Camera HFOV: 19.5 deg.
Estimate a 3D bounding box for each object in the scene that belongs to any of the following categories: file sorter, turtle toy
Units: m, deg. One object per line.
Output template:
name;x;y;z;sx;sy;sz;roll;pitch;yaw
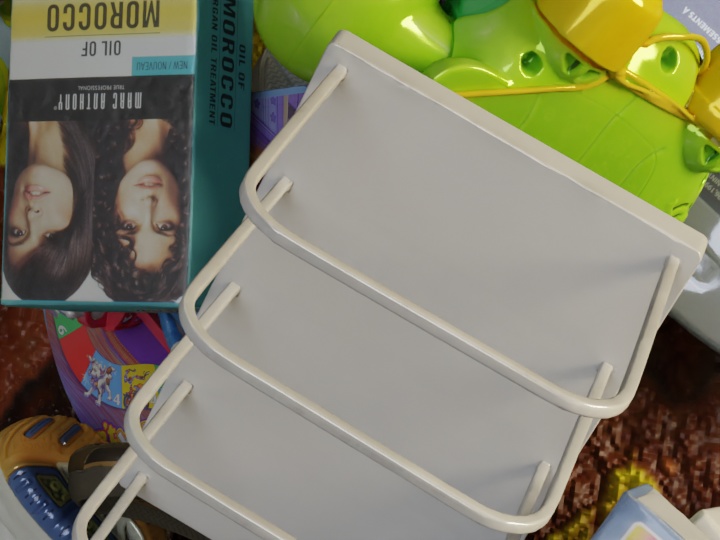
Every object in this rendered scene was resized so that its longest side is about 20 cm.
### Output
file sorter;-0.004;0.058;0.677;0.138;0.125;0.201;30;121;3
turtle toy;0.048;-0.062;0.749;0.146;0.199;0.101;-48;38;17

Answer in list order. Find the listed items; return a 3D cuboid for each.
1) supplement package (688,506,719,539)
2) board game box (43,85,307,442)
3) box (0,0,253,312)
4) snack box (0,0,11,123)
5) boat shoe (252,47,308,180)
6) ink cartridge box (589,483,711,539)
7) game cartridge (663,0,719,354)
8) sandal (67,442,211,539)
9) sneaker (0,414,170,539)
supplement package;0.095;0.196;0.764;0.200;0.121;0.120;-43;76;8
board game box;-0.072;0.014;0.826;0.199;0.039;0.160;-3;96;41
box;-0.086;-0.086;0.783;0.082;0.049;0.202;0;87;23
snack box;-0.205;-0.064;0.848;0.067;0.169;0.202;8;86;13
boat shoe;0.000;0.000;0.839;0.062;0.071;0.201;-53;54;50
ink cartridge box;0.078;0.189;0.668;0.136;0.076;0.201;39;97;15
game cartridge;0.153;-0.043;0.816;0.133;0.041;0.200;-45;75;4
sandal;-0.022;0.116;0.807;0.198;0.082;0.055;16;69;-2
sneaker;-0.094;0.156;0.857;0.200;0.075;0.088;52;121;12
